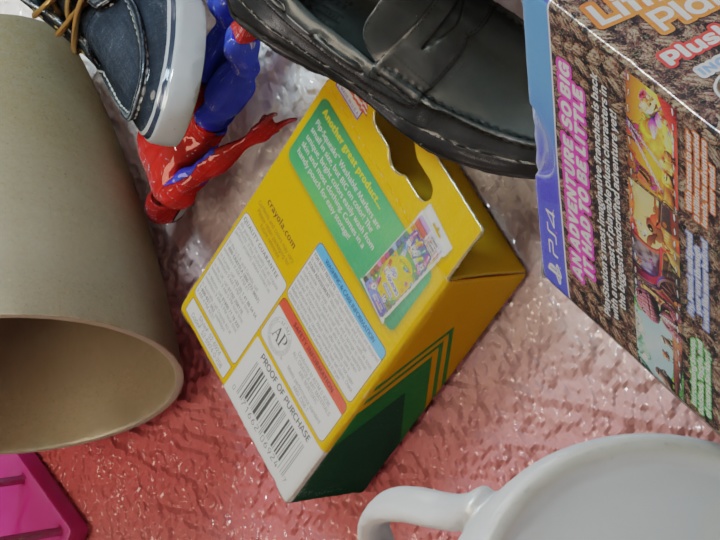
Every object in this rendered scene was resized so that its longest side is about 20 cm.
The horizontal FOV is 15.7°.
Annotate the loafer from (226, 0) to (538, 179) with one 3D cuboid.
[{"bbox_3d":[0.023,-0.102,1.144,0.201,0.068,0.070,29,159,20],"label":"loafer"}]

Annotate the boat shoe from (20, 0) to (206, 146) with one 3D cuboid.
[{"bbox_3d":[-0.136,-0.134,1.310,0.200,0.091,0.071,-107,33,-50],"label":"boat shoe"}]

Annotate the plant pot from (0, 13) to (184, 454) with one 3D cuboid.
[{"bbox_3d":[-0.194,-0.028,1.394,0.187,0.187,0.200,-34,53,47],"label":"plant pot"}]

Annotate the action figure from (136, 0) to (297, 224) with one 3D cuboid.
[{"bbox_3d":[-0.071,-0.090,1.321,0.200,0.052,0.065,-57,46,43],"label":"action figure"}]

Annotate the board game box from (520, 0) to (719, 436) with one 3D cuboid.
[{"bbox_3d":[0.159,-0.020,0.960,0.200,0.097,0.159,44,155,38],"label":"board game box"}]

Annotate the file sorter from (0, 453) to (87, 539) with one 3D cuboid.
[{"bbox_3d":[-0.277,0.145,1.532,0.200,0.125,0.139,48,128,37],"label":"file sorter"}]

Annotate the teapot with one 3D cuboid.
[{"bbox_3d":[0.109,0.169,1.038,0.146,0.197,0.200,104,162,-56],"label":"teapot"}]

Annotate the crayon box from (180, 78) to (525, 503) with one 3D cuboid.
[{"bbox_3d":[0.000,0.000,1.240,0.200,0.052,0.126,-55,53,38],"label":"crayon box"}]
